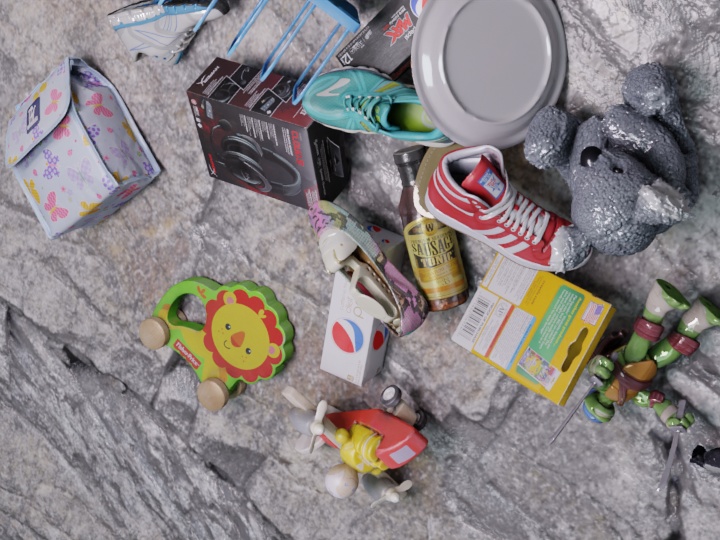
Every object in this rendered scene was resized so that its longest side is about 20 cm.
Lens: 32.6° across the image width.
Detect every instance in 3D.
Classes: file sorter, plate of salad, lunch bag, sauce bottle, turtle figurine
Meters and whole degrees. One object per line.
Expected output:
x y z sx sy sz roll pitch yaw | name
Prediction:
-0.114 -0.301 1.403 0.199 0.139 0.123 35 105 -12 | file sorter
0.139 -0.233 1.350 0.048 0.198 0.202 16 122 63 | plate of salad
-0.406 -0.172 1.726 0.169 0.127 0.202 -30 85 34 | lunch bag
0.082 -0.052 1.513 0.065 0.066 0.202 -8 106 33 | sauce bottle
0.326 0.124 1.373 0.143 0.200 0.195 33 112 5 | turtle figurine

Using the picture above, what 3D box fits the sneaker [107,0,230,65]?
-0.239 -0.314 1.607 0.198 0.075 0.088 -1 116 39 | sneaker

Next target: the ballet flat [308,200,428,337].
0.000 0.000 1.499 0.200 0.071 0.069 48 134 0 | ballet flat

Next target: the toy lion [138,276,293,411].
-0.194 0.085 1.743 0.200 0.069 0.192 43 118 10 | toy lion

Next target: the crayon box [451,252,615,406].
0.205 0.068 1.410 0.200 0.051 0.127 31 94 53 | crayon box

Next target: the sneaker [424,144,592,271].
0.167 -0.068 1.346 0.198 0.072 0.113 22 158 6 | sneaker

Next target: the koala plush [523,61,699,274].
0.274 -0.081 1.284 0.176 0.201 0.185 -23 111 26 | koala plush

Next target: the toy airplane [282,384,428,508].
-0.019 0.234 1.630 0.198 0.142 0.200 20 149 4 | toy airplane

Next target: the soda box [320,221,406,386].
0.003 0.045 1.600 0.068 0.064 0.202 22 119 22 | soda box

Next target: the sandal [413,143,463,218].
0.133 -0.157 1.446 0.077 0.070 0.214 26 98 12 | sandal

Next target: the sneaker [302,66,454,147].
0.022 -0.187 1.397 0.198 0.080 0.079 12 103 19 | sneaker

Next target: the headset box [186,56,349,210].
-0.105 -0.166 1.542 0.198 0.077 0.150 21 145 24 | headset box

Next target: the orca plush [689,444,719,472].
0.479 0.211 1.395 0.198 0.072 0.105 6 157 34 | orca plush

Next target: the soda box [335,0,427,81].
0.065 -0.290 1.424 0.200 0.071 0.064 -39 86 35 | soda box
